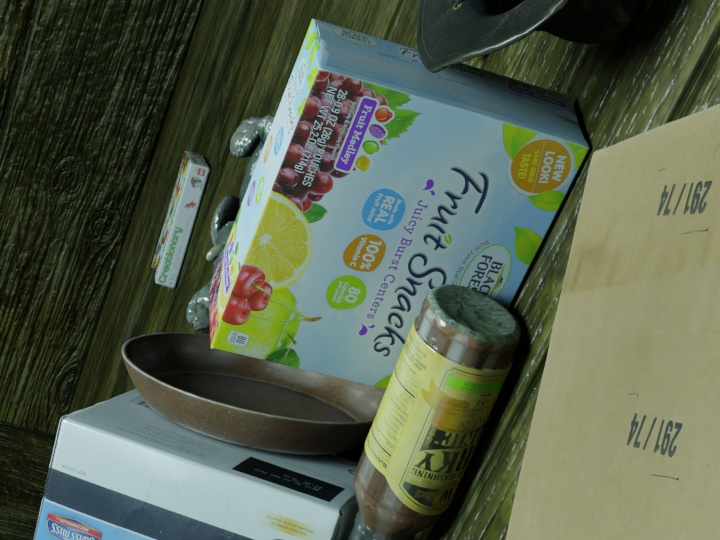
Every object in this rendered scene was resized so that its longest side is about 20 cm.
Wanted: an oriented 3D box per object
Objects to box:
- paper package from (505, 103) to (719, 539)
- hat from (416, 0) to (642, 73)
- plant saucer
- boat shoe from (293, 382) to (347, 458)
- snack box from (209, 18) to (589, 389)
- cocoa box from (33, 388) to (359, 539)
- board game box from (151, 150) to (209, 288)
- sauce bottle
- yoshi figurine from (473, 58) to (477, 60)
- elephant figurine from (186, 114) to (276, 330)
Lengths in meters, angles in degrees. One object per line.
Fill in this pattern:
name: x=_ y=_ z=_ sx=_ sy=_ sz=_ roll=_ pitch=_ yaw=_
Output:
paper package: x=0.139 y=0.041 z=0.515 sx=0.200 sy=0.103 sz=0.192 roll=156 pitch=129 yaw=-74
hat: x=0.112 y=-0.170 z=0.885 sx=0.200 sy=0.081 sz=0.201 roll=-43 pitch=27 yaw=27
plant saucer: x=-0.073 y=0.088 z=1.128 sx=0.200 sy=0.198 sz=0.035 roll=-129 pitch=50 yaw=-74
boat shoe: x=-0.060 y=0.173 z=1.253 sx=0.201 sy=0.070 sz=0.070 roll=-58 pitch=-26 yaw=14
snack box: x=0.018 y=-0.029 z=0.949 sx=0.068 sy=0.167 sz=0.201 roll=-98 pitch=28 yaw=-53
cocoa box: x=-0.103 y=0.179 z=1.073 sx=0.133 sy=0.198 sz=0.132 roll=-17 pitch=-57 yaw=-75
board game box: x=-0.288 y=-0.083 z=2.547 sx=0.126 sy=0.034 sz=0.202 roll=-132 pitch=58 yaw=-74
sauce bottle: x=0.035 y=0.108 z=0.956 sx=0.065 sy=0.064 sz=0.201 roll=-100 pitch=26 yaw=-61
yoshi figurine: x=0.082 y=-0.258 z=1.165 sx=0.112 sy=0.111 sz=0.202 roll=46 pitch=-147 yaw=-59
elephant figurine: x=-0.085 y=-0.027 z=1.423 sx=0.141 sy=0.154 sz=0.202 roll=14 pitch=79 yaw=55
